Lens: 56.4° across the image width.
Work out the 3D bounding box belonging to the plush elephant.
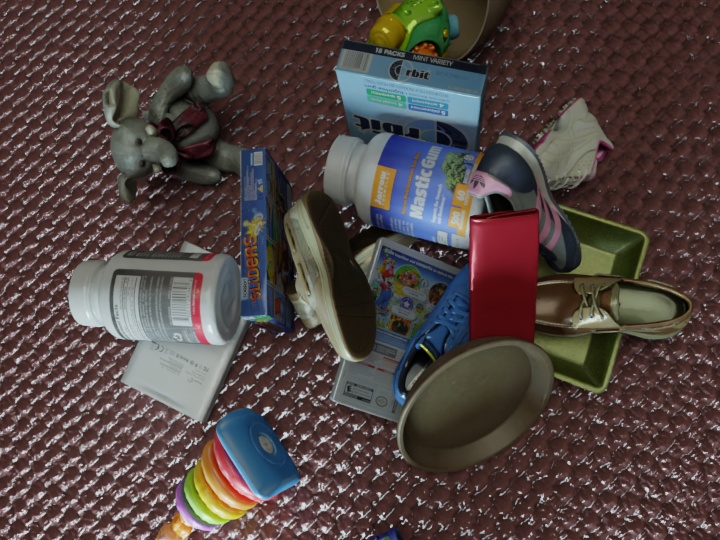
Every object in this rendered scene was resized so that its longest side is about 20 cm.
[{"bbox_3d":[-0.257,-0.173,0.884,0.195,0.168,0.155,10,37,26],"label":"plush elephant"}]

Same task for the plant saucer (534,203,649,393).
[{"bbox_3d":[0.229,0.023,0.830,0.195,0.048,0.204,19,81,13],"label":"plant saucer"}]

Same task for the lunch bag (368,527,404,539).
[{"bbox_3d":[0.017,0.414,0.735,0.168,0.127,0.203,-31,84,1],"label":"lunch bag"}]

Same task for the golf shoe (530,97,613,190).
[{"bbox_3d":[0.245,-0.132,0.828,0.092,0.075,0.200,44,64,3],"label":"golf shoe"}]

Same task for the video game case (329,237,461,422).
[{"bbox_3d":[0.056,0.080,0.825,0.140,0.018,0.205,20,81,-17],"label":"video game case"}]

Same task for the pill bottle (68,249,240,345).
[{"bbox_3d":[-0.256,0.032,0.841,0.194,0.111,0.114,3,78,9],"label":"pill bottle"}]

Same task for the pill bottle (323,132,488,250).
[{"bbox_3d":[0.059,-0.102,0.809,0.195,0.112,0.115,15,80,14],"label":"pill bottle"}]

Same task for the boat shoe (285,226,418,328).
[{"bbox_3d":[0.000,0.000,0.866,0.198,0.072,0.066,-34,111,-12],"label":"boat shoe"}]

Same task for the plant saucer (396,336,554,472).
[{"bbox_3d":[0.128,0.149,0.759,0.197,0.202,0.030,-30,42,0],"label":"plant saucer"}]

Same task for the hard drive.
[{"bbox_3d":[-0.220,0.079,0.896,0.129,0.026,0.204,21,81,12],"label":"hard drive"}]

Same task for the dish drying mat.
[{"bbox_3d":[0.156,0.028,0.736,0.075,0.205,0.018,-8,32,-3],"label":"dish drying mat"}]

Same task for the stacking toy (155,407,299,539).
[{"bbox_3d":[-0.181,0.274,0.820,0.200,0.116,0.110,-43,74,11],"label":"stacking toy"}]

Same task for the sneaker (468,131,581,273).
[{"bbox_3d":[0.179,-0.053,0.746,0.082,0.201,0.070,-46,32,-10],"label":"sneaker"}]

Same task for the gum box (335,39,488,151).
[{"bbox_3d":[0.065,-0.185,0.821,0.165,0.201,0.046,14,72,11],"label":"gum box"}]

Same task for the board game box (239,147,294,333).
[{"bbox_3d":[-0.116,-0.032,0.849,0.033,0.136,0.206,-4,76,8],"label":"board game box"}]

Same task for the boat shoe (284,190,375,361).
[{"bbox_3d":[-0.040,0.012,0.783,0.064,0.071,0.205,-30,73,38],"label":"boat shoe"}]

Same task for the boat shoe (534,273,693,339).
[{"bbox_3d":[0.273,0.035,0.758,0.194,0.074,0.078,0,77,8],"label":"boat shoe"}]

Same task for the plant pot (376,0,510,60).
[{"bbox_3d":[0.129,-0.391,0.881,0.133,0.202,0.201,-32,72,-32],"label":"plant pot"}]

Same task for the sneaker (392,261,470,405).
[{"bbox_3d":[0.103,0.070,0.775,0.065,0.079,0.202,32,83,16],"label":"sneaker"}]

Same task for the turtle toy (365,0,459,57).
[{"bbox_3d":[0.051,-0.272,0.851,0.101,0.199,0.147,41,61,-11],"label":"turtle toy"}]
